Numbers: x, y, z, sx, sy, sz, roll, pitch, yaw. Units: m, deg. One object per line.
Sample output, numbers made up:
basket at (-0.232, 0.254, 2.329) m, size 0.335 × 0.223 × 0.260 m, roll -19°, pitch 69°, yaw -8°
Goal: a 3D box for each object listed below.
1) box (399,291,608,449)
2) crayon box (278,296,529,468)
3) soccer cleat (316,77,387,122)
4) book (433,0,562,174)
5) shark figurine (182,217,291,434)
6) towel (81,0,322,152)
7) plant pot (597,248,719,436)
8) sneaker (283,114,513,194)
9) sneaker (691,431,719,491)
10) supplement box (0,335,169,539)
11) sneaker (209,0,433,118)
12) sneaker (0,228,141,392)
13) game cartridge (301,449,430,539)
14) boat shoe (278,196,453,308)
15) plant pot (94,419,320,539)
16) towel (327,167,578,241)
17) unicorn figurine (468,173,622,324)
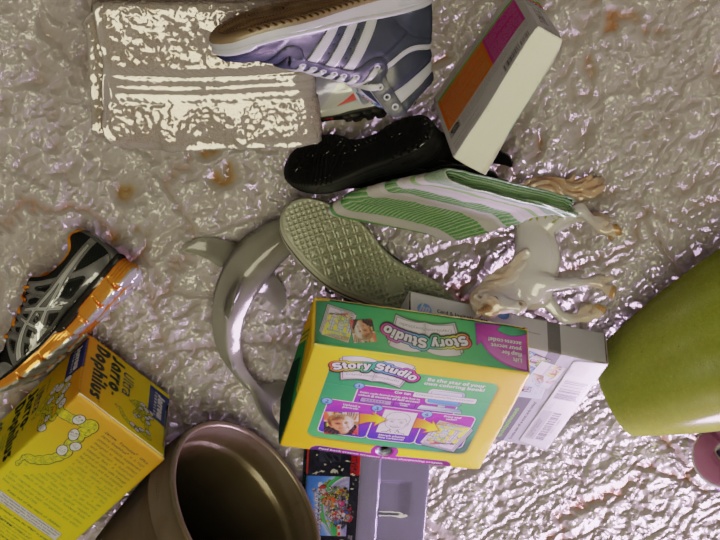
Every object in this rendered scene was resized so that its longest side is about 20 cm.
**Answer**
box at (0.116, 0.100, 1.721) m, size 0.200 × 0.041 × 0.156 m, roll 11°, pitch 139°, yaw -13°
crayon box at (0.037, 0.107, 1.653) m, size 0.200 × 0.058 × 0.173 m, roll 8°, pitch 141°, yaw -10°
soccer cleat at (-0.050, -0.170, 1.662) m, size 0.200 × 0.068 × 0.073 m, roll -9°, pitch 86°, yaw 5°
book at (0.122, -0.175, 1.587) m, size 0.048 × 0.200 × 0.134 m, roll 29°, pitch 106°, yaw -9°
shark figurine at (-0.114, 0.049, 1.719) m, size 0.128 × 0.090 × 0.215 m, roll 5°, pitch 107°, yaw -3°
towel at (-0.133, -0.168, 1.518) m, size 0.200 × 0.034 × 0.133 m, roll -2°, pitch 114°, yaw -1°
plant pot at (0.334, 0.080, 1.713) m, size 0.200 × 0.187 × 0.187 m, roll -26°, pitch 109°, yaw 22°
sneaker at (0.035, -0.092, 1.680) m, size 0.200 × 0.060 × 0.104 m, roll -13°, pitch 147°, yaw 30°
sneaker at (0.414, 0.156, 1.786) m, size 0.200 × 0.088 × 0.081 m, roll -35°, pitch 65°, yaw -9°
supplement box at (-0.291, 0.182, 1.730) m, size 0.110 × 0.109 × 0.200 m, roll 40°, pitch 109°, yaw -21°
sneaker at (-0.024, -0.172, 1.476) m, size 0.200 × 0.070 × 0.109 m, roll -17°, pitch 115°, yaw -22°
sneaker at (-0.299, 0.042, 1.722) m, size 0.200 × 0.078 × 0.077 m, roll -44°, pitch 84°, yaw 13°
game cartridge at (0.004, 0.227, 1.814) m, size 0.129 × 0.038 × 0.200 m, roll 1°, pitch 109°, yaw -7°
boat shoe at (0.000, 0.000, 1.710) m, size 0.200 × 0.062 × 0.075 m, roll 33°, pitch 74°, yaw -20°
plant pot at (-0.168, 0.272, 1.749) m, size 0.173 × 0.200 × 0.200 m, roll -33°, pitch 108°, yaw 29°
towel at (0.080, -0.058, 1.616) m, size 0.152 × 0.200 × 0.023 m, roll 12°, pitch 79°, yaw -31°
unicorn figurine at (0.173, -0.005, 1.680) m, size 0.137 × 0.200 × 0.074 m, roll 10°, pitch 141°, yaw -4°
